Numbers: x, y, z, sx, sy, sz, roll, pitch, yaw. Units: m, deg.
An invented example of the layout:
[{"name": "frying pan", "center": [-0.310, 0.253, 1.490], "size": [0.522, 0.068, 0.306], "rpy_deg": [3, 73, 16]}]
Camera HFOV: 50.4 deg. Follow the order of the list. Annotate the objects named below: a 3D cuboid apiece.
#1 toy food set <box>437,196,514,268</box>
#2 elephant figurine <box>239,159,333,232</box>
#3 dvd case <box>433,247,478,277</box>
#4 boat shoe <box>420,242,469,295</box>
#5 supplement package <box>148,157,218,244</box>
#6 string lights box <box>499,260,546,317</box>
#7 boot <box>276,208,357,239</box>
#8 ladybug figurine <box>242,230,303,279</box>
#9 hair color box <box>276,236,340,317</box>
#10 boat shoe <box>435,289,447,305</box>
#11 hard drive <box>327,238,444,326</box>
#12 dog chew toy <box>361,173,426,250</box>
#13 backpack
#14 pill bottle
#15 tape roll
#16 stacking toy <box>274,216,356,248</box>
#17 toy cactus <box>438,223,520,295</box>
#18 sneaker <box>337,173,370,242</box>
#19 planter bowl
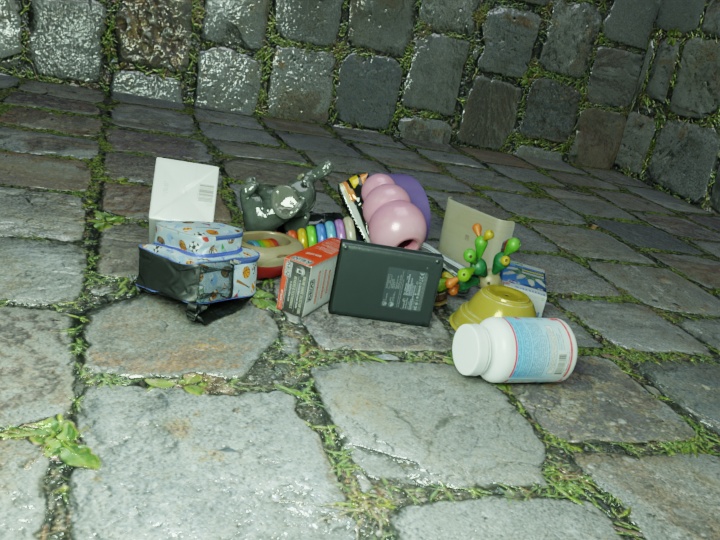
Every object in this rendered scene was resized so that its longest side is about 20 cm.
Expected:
[{"name": "toy food set", "center": [0.278, -0.082, 1.875], "size": [0.060, 0.146, 0.198], "rpy_deg": [-8, 26, -43]}, {"name": "elephant figurine", "center": [-0.160, -0.150, 1.696], "size": [0.196, 0.158, 0.142], "rpy_deg": [-1, 21, 12]}, {"name": "dvd case", "center": [0.170, -0.019, 1.825], "size": [0.140, 0.018, 0.199], "rpy_deg": [-1, 23, -35]}, {"name": "boat shoe", "center": [0.150, -0.002, 1.667], "size": [0.197, 0.074, 0.068], "rpy_deg": [31, 26, -5]}, {"name": "supplement package", "center": [-0.345, -0.117, 1.489], "size": [0.117, 0.124, 0.200], "rpy_deg": [7, -16, -14]}, {"name": "string lights box", "center": [0.357, 0.041, 1.702], "size": [0.101, 0.060, 0.200], "rpy_deg": [15, 19, 7]}, {"name": "boot", "center": [-0.105, -0.093, 1.789], "size": [0.159, 0.075, 0.199], "rpy_deg": [1, 23, -21]}, {"name": "ladybug figurine", "center": [-0.201, -0.028, 1.537], "size": [0.135, 0.073, 0.198], "rpy_deg": [28, 24, 38]}, {"name": "hair color box", "center": [-0.081, 0.008, 1.460], "size": [0.060, 0.104, 0.200], "rpy_deg": [18, 19, 18]}, {"name": "boat shoe", "center": [0.100, 0.009, 1.614], "size": [0.198, 0.072, 0.070], "rpy_deg": [25, 33, 31]}, {"name": "hard drive", "center": [0.046, 0.025, 1.429], "size": [0.196, 0.142, 0.033], "rpy_deg": [8, 19, -10]}, {"name": "dog chew toy", "center": [0.060, -0.121, 1.606], "size": [0.122, 0.125, 0.202], "rpy_deg": [0, 49, -31]}, {"name": "backpack", "center": [-0.273, -0.010, 1.338], "size": [0.198, 0.157, 0.189], "rpy_deg": [22, 10, 36]}, {"name": "pill bottle", "center": [0.259, 0.134, 1.295], "size": [0.196, 0.111, 0.109], "rpy_deg": [3, 20, -25]}, {"name": "tape roll", "center": [0.065, -0.122, 1.769], "size": [0.084, 0.204, 0.199], "rpy_deg": [-3, 23, -40]}, {"name": "stacking toy", "center": [-0.110, -0.062, 1.667], "size": [0.196, 0.087, 0.086], "rpy_deg": [-8, 22, -9]}, {"name": "toy cactus", "center": [0.239, -0.002, 1.545], "size": [0.165, 0.199, 0.103], "rpy_deg": [40, 17, -46]}, {"name": "sneaker", "center": [0.027, -0.119, 1.698], "size": [0.089, 0.203, 0.070], "rpy_deg": [-28, 3, -4]}, {"name": "planter bowl", "center": [0.278, 0.082, 1.498], "size": [0.196, 0.085, 0.201], "rpy_deg": [10, 19, -4]}]
